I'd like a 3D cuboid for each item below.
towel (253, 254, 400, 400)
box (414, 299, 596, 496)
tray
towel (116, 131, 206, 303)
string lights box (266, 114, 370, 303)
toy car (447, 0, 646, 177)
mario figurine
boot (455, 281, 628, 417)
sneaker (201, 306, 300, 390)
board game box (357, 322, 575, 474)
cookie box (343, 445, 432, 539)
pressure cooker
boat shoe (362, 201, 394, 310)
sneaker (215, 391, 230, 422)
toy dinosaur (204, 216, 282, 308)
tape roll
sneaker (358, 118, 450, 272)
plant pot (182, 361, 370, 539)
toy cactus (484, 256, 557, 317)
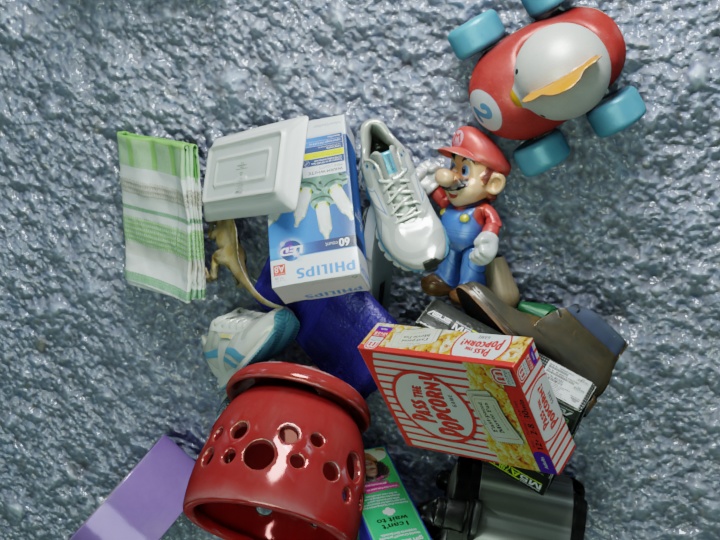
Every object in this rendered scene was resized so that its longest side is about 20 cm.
[{"bbox_3d":[-0.043,0.057,1.153,0.200,0.050,0.148,43,139,14],"label":"towel"},{"bbox_3d":[0.146,0.145,1.073,0.200,0.048,0.193,28,147,19],"label":"box"},{"bbox_3d":[-0.130,-0.115,1.102,0.200,0.022,0.108,-2,80,52],"label":"tray"},{"bbox_3d":[-0.254,-0.066,1.194,0.149,0.031,0.201,13,112,37],"label":"towel"},{"bbox_3d":[-0.052,-0.070,1.096,0.102,0.059,0.201,-10,67,8],"label":"string lights box"},{"bbox_3d":[0.189,-0.196,0.982,0.177,0.200,0.185,-28,99,18],"label":"toy car"},{"bbox_3d":[0.105,-0.064,1.090,0.123,0.106,0.201,9,101,16],"label":"mario figurine"},{"bbox_3d":[0.202,0.060,1.060,0.200,0.075,0.097,43,78,-4],"label":"boot"},{"bbox_3d":[-0.145,0.083,1.186,0.200,0.076,0.081,-38,79,51],"label":"sneaker"},{"bbox_3d":[0.110,0.132,1.011,0.200,0.046,0.152,2,129,42],"label":"board game box"},{"bbox_3d":[0.028,0.346,1.183,0.075,0.200,0.172,-9,119,-15],"label":"cookie box"},{"bbox_3d":[0.163,0.320,1.172,0.199,0.179,0.176,12,118,5],"label":"pressure cooker"},{"bbox_3d":[0.001,-0.001,1.165,0.068,0.074,0.200,19,125,24],"label":"boat shoe"},{"bbox_3d":[-0.101,0.226,1.249,0.200,0.086,0.078,26,120,3],"label":"sneaker"},{"bbox_3d":[-0.157,-0.018,1.164,0.200,0.058,0.101,69,153,25],"label":"toy dinosaur"},{"bbox_3d":[-0.298,0.320,1.270,0.085,0.200,0.200,42,112,-3],"label":"tape roll"},{"bbox_3d":[0.037,-0.087,1.053,0.075,0.200,0.087,-23,145,-3],"label":"sneaker"},{"bbox_3d":[-0.084,0.217,1.107,0.200,0.183,0.201,12,150,7],"label":"plant pot"},{"bbox_3d":[0.180,0.067,1.144,0.199,0.102,0.166,-14,85,20],"label":"toy cactus"}]
